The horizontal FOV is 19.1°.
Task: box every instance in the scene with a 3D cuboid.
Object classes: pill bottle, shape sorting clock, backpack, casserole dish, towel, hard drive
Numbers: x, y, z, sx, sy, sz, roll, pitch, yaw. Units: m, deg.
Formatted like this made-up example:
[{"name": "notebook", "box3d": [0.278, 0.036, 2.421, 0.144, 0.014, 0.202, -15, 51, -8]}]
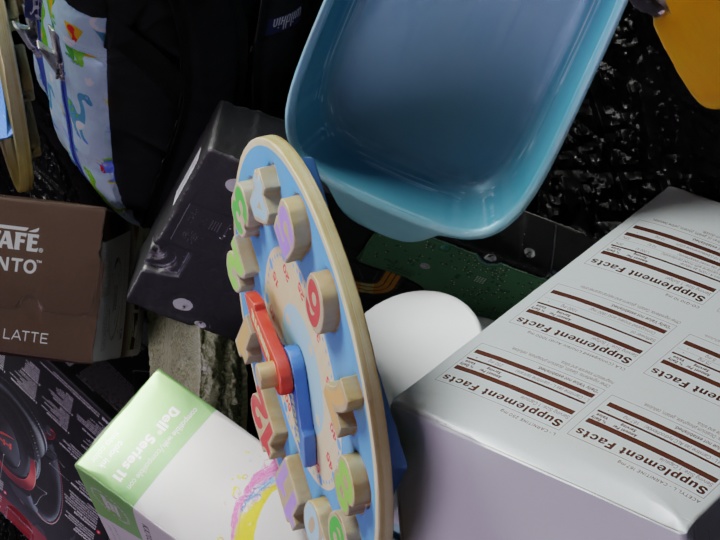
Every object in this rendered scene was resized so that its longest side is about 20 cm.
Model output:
[{"name": "pill bottle", "box3d": [0.052, 0.097, 1.031, 0.110, 0.111, 0.200, 22, 154, 36]}, {"name": "shape sorting clock", "box3d": [-0.025, 0.042, 0.916, 0.200, 0.039, 0.201, 166, 90, -79]}, {"name": "backpack", "box3d": [-0.089, -0.116, 1.056, 0.154, 0.163, 0.201, 35, 145, 37]}, {"name": "casserole dish", "box3d": [0.045, -0.107, 0.937, 0.121, 0.039, 0.201, 23, 114, -1]}, {"name": "towel", "box3d": [-0.094, 0.078, 1.196, 0.148, 0.036, 0.201, -142, 52, -70]}, {"name": "shape sorting clock", "box3d": [-0.204, -0.143, 1.176, 0.200, 0.039, 0.201, 168, 90, -82]}, {"name": "hard drive", "box3d": [0.000, 0.000, 1.040, 0.199, 0.038, 0.140, 20, 143, -11]}]

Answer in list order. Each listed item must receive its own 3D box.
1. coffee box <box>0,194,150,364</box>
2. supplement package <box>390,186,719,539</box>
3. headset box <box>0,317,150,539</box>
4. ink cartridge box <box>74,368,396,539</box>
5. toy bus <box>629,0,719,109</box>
[{"name": "coffee box", "box3d": [-0.180, 0.003, 1.147, 0.200, 0.114, 0.080, 109, 167, -89]}, {"name": "supplement package", "box3d": [0.135, 0.107, 0.923, 0.147, 0.200, 0.192, 22, 132, 36]}, {"name": "headset box", "box3d": [-0.185, 0.103, 1.369, 0.149, 0.075, 0.200, 40, 140, 20]}, {"name": "ink cartridge box", "box3d": [-0.036, 0.148, 1.039, 0.200, 0.067, 0.117, 34, 159, 21]}, {"name": "toy bus", "box3d": [0.133, -0.164, 0.826, 0.065, 0.078, 0.201, -8, 111, 50]}]
